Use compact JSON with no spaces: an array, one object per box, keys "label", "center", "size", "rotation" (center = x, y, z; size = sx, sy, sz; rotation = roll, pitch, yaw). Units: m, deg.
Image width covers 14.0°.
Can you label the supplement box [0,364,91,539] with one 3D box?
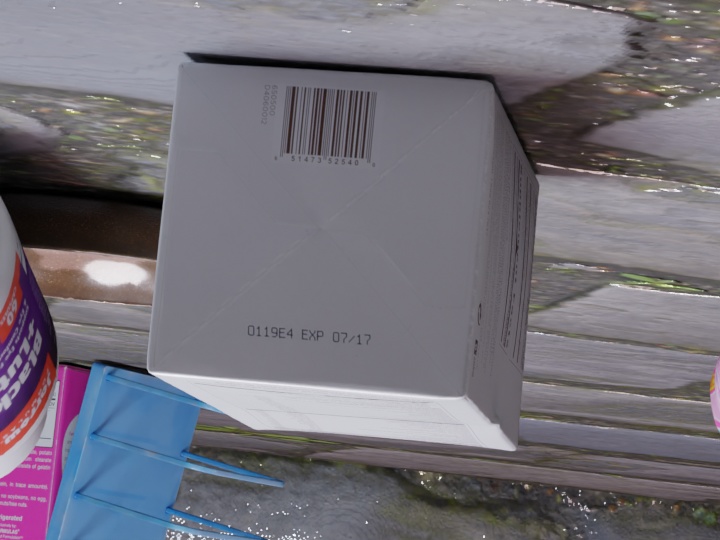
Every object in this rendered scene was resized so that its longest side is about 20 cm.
[{"label":"supplement box","center":[-0.250,0.176,2.302],"size":[0.103,0.201,0.101],"rotation":[3,172,31]}]

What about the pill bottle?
[{"label":"pill bottle","center":[-0.191,0.027,1.278],"size":[0.111,0.112,0.200],"rotation":[5,159,5]}]

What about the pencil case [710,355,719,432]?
[{"label":"pencil case","center":[0.220,0.054,1.432],"size":[0.087,0.088,0.200],"rotation":[6,174,0]}]

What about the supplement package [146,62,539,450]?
[{"label":"supplement package","center":[0.000,0.000,1.076],"size":[0.113,0.110,0.200],"rotation":[5,172,8]}]

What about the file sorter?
[{"label":"file sorter","center":[-0.144,0.188,2.232],"size":[0.122,0.201,0.139],"rotation":[14,178,31]}]

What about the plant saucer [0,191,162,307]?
[{"label":"plant saucer","center":[-0.132,-0.010,1.418],"size":[0.200,0.032,0.200],"rotation":[6,174,1]}]
